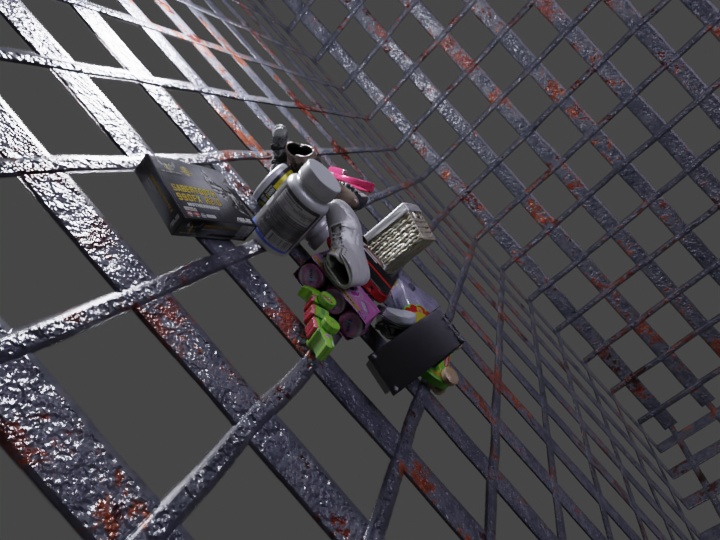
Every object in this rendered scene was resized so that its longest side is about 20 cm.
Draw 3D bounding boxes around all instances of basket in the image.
[{"bbox_3d":[0.111,-0.090,1.552,0.125,0.199,0.135,57,23,14],"label":"basket"}]

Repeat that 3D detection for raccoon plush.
[{"bbox_3d":[-0.190,-0.297,1.368,0.095,0.203,0.135,7,31,-9],"label":"raccoon plush"}]

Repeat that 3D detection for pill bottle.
[{"bbox_3d":[-0.140,-0.136,1.130,0.113,0.200,0.114,39,22,-19],"label":"pill bottle"},{"bbox_3d":[-0.153,-0.148,1.250,0.200,0.112,0.113,44,21,-7],"label":"pill bottle"}]

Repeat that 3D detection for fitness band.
[{"bbox_3d":[-0.035,-0.308,1.764,0.142,0.038,0.199,18,6,-36],"label":"fitness band"}]

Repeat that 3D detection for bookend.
[{"bbox_3d":[0.099,0.198,1.128,0.198,0.199,0.093,-31,74,-24],"label":"bookend"}]

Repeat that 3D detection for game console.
[{"bbox_3d":[0.004,-0.016,1.281,0.201,0.031,0.177,49,15,-2],"label":"game console"}]

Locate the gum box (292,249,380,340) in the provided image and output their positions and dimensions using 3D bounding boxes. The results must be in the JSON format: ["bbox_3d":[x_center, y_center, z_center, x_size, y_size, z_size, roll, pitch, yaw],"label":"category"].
[{"bbox_3d":[-0.047,0.056,1.161,0.201,0.066,0.113,50,20,5],"label":"gum box"}]

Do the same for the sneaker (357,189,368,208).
[{"bbox_3d":[-0.049,-0.246,1.714,0.082,0.075,0.199,37,11,19],"label":"sneaker"}]

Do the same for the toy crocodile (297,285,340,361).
[{"bbox_3d":[-0.086,0.097,1.017,0.061,0.068,0.201,29,25,-27],"label":"toy crocodile"}]

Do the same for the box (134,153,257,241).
[{"bbox_3d":[-0.312,-0.136,1.005,0.160,0.048,0.199,55,22,17],"label":"box"}]

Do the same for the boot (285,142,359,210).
[{"bbox_3d":[-0.099,-0.229,1.247,0.197,0.071,0.147,22,-27,29],"label":"boot"}]

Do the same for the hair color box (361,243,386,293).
[{"bbox_3d":[0.000,0.000,1.363,0.100,0.060,0.200,47,20,-3],"label":"hair color box"}]

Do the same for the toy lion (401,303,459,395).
[{"bbox_3d":[0.165,0.184,1.317,0.190,0.069,0.201,37,37,-12],"label":"toy lion"}]

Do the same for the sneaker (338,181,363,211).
[{"bbox_3d":[-0.072,-0.207,1.466,0.197,0.079,0.086,17,-3,25],"label":"sneaker"}]

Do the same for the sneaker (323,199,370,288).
[{"bbox_3d":[-0.042,-0.060,1.120,0.115,0.073,0.204,-14,84,-67],"label":"sneaker"}]

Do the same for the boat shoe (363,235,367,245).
[{"bbox_3d":[-0.053,-0.118,1.419,0.062,0.075,0.199,18,-6,41],"label":"boat shoe"}]

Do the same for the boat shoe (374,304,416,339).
[{"bbox_3d":[0.078,0.123,1.186,0.071,0.073,0.200,10,-2,-9],"label":"boat shoe"}]

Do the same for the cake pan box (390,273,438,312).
[{"bbox_3d":[0.174,0.124,1.504,0.183,0.052,0.202,32,26,-31],"label":"cake pan box"}]
